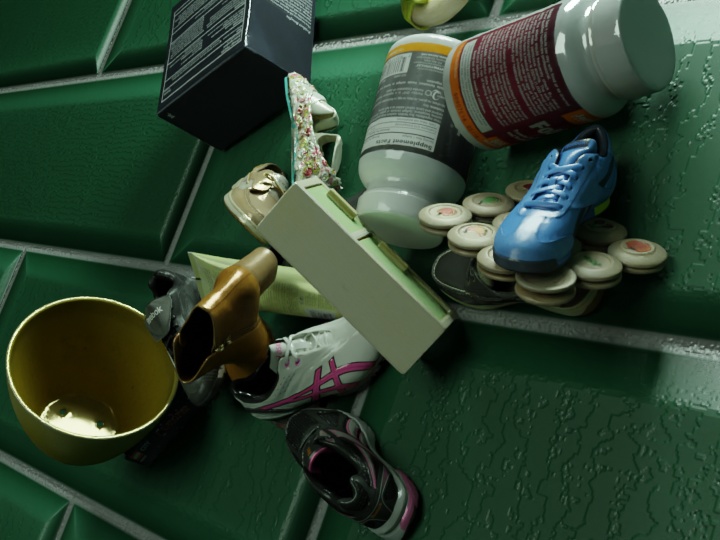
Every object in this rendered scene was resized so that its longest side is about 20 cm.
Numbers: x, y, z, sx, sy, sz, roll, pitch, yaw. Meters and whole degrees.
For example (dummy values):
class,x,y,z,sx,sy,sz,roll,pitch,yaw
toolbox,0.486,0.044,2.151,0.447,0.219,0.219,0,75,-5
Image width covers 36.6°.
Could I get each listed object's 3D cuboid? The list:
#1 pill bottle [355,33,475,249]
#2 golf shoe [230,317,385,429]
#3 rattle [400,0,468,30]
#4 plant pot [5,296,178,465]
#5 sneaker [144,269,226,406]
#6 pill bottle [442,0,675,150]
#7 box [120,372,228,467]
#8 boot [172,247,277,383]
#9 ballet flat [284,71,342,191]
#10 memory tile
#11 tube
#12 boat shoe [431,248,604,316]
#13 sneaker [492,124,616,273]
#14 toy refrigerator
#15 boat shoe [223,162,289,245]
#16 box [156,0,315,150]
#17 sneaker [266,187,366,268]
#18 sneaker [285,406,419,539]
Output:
class,x,y,z,sx,sy,sz,roll,pitch,yaw
pill bottle,0.062,-0.133,1.133,0.116,0.116,0.202,-5,65,47
golf shoe,-0.049,0.097,1.141,0.200,0.092,0.073,-40,42,24
rattle,0.093,-0.378,1.235,0.199,0.143,0.131,-27,30,45
plant pot,-0.330,0.154,1.313,0.142,0.198,0.201,116,152,-44
sneaker,-0.214,0.074,1.283,0.066,0.090,0.201,-42,42,24
pill bottle,0.185,-0.190,1.027,0.199,0.114,0.115,-12,59,45
box,-0.238,0.130,1.381,0.200,0.038,0.137,-48,40,17
boot,-0.149,0.081,1.151,0.144,0.070,0.202,-47,-23,-48
ballet flat,-0.055,-0.164,1.341,0.063,0.076,0.202,-12,58,8
memory tile,0.154,-0.031,0.954,0.200,0.152,0.017,39,138,51
tube,-0.097,0.019,1.206,0.198,0.052,0.059,6,88,21
boat shoe,0.133,-0.003,1.010,0.200,0.066,0.072,9,74,51
sneaker,0.164,-0.065,0.920,0.065,0.200,0.079,16,124,26
toy refrigerator,0.000,0.000,1.059,0.200,0.076,0.070,44,107,6
boat shoe,-0.117,-0.090,1.316,0.069,0.074,0.200,-42,19,8
box,-0.168,-0.306,1.499,0.199,0.123,0.200,-27,48,39
sneaker,-0.044,-0.032,1.224,0.200,0.079,0.076,-41,42,23
sneaker,-0.025,0.182,1.063,0.200,0.086,0.081,26,86,53
